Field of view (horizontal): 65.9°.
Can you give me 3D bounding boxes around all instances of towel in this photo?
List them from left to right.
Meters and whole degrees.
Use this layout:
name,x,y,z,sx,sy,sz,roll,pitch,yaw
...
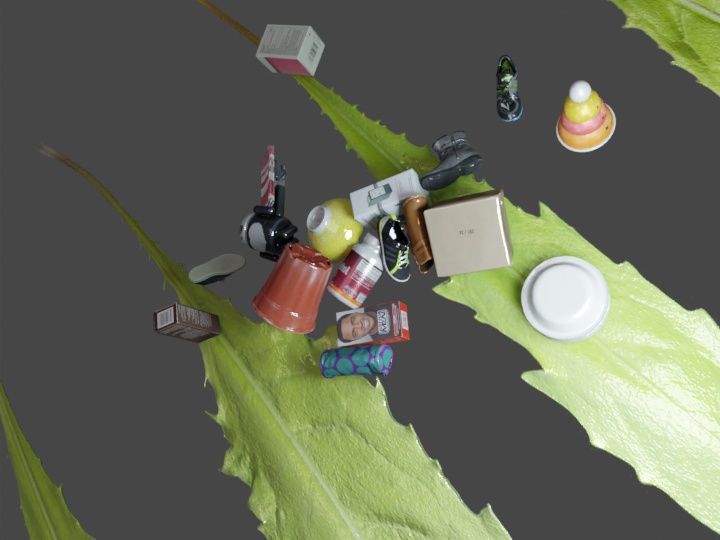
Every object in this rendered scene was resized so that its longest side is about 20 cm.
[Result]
name,x,y,z,sx,sy,sz,roll,pitch,yaw
towel,-0.312,-0.293,1.836,0.144,0.022,0.203,143,127,-63

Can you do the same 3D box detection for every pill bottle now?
name,x,y,z,sx,sy,sz,roll,pitch,yaw
pill bottle,0.000,0.000,1.586,0.112,0.113,0.201,34,91,31

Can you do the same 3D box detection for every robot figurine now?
name,x,y,z,sx,sy,sz,roll,pitch,yaw
robot figurine,-0.293,-0.116,1.764,0.198,0.125,0.152,13,81,29

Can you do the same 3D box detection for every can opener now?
name,x,y,z,sx,sy,sz,roll,pitch,yaw
can opener,-0.284,-0.267,1.838,0.053,0.067,0.203,-10,67,25

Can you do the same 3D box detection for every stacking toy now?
name,x,y,z,sx,sy,sz,roll,pitch,yaw
stacking toy,0.548,-0.397,1.370,0.144,0.200,0.149,-8,72,25

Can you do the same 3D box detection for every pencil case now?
name,x,y,z,sx,sy,sz,roll,pitch,yaw
pencil case,-0.012,0.254,1.533,0.197,0.093,0.086,-7,38,26

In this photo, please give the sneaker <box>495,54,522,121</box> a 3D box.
name,x,y,z,sx,sy,sz,roll,pitch,yaw
sneaker,0.405,-0.507,1.545,0.070,0.083,0.203,-8,72,25

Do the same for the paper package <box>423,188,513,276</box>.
name,x,y,z,sx,sy,sz,roll,pitch,yaw
paper package,0.282,-0.095,1.433,0.197,0.103,0.193,-9,103,23

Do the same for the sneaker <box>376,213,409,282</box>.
name,x,y,z,sx,sy,sz,roll,pitch,yaw
sneaker,0.099,-0.056,1.516,0.071,0.202,0.082,-29,20,-26

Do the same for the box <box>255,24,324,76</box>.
name,x,y,z,sx,sy,sz,roll,pitch,yaw
box,-0.246,-0.771,1.945,0.198,0.109,0.130,17,83,30

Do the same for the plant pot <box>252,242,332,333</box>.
name,x,y,z,sx,sy,sz,roll,pitch,yaw
plant pot,-0.183,0.041,1.588,0.200,0.200,0.197,37,111,30

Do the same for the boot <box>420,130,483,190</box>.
name,x,y,z,sx,sy,sz,roll,pitch,yaw
boot,0.234,-0.310,1.565,0.198,0.070,0.133,-22,61,-14

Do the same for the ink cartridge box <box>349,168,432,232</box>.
name,x,y,z,sx,sy,sz,roll,pitch,yaw
ink cartridge box,0.089,-0.193,1.579,0.198,0.146,0.085,-19,68,22

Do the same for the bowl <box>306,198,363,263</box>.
name,x,y,z,sx,sy,sz,roll,pitch,yaw
bowl,-0.096,-0.135,1.648,0.199,0.107,0.203,-23,55,37

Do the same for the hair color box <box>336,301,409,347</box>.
name,x,y,z,sx,sy,sz,roll,pitch,yaw
hair color box,0.032,0.155,1.553,0.197,0.061,0.103,-13,70,24

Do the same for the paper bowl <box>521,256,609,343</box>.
name,x,y,z,sx,sy,sz,roll,pitch,yaw
paper bowl,0.485,0.066,1.322,0.198,0.104,0.204,-7,73,25

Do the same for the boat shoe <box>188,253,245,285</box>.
name,x,y,z,sx,sy,sz,roll,pitch,yaw
boat shoe,-0.475,-0.001,1.863,0.197,0.062,0.075,-20,61,4

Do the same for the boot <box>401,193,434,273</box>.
name,x,y,z,sx,sy,sz,roll,pitch,yaw
boot,0.164,-0.098,1.491,0.073,0.201,0.157,-13,62,-1

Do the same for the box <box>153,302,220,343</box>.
name,x,y,z,sx,sy,sz,roll,pitch,yaw
box,-0.550,0.169,1.769,0.099,0.200,0.076,-21,64,19
